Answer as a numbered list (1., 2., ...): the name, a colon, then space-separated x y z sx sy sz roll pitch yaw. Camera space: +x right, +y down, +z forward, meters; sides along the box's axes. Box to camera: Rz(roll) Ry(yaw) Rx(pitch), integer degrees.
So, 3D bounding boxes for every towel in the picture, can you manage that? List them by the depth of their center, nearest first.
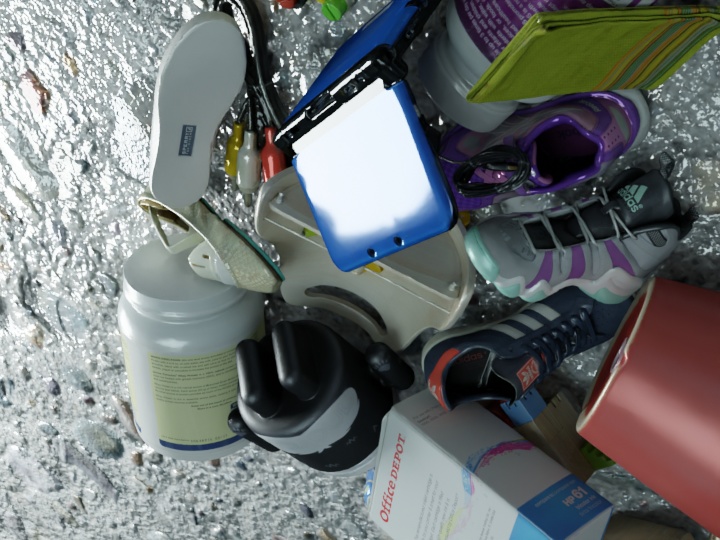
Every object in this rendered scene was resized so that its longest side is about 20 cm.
1. towel: 0.168 -0.148 0.712 0.086 0.200 0.018 -50 61 47

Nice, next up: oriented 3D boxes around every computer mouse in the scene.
1. computer mouse: 0.069 -0.090 0.841 0.034 0.059 0.200 31 176 -38

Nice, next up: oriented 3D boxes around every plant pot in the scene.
1. plant pot: 0.281 0.105 0.814 0.177 0.200 0.201 26 129 9

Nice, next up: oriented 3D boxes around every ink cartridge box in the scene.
1. ink cartridge box: 0.108 0.215 0.921 0.200 0.085 0.145 35 132 33

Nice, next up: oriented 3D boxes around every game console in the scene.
1. game console: 0.025 -0.113 0.784 0.118 0.171 0.200 40 156 -15

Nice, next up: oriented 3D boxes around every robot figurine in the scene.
1. robot figurine: -0.041 0.123 1.001 0.150 0.125 0.200 11 159 37

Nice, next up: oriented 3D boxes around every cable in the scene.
1. cable: -0.094 -0.147 0.917 0.097 0.050 0.200 22 134 37

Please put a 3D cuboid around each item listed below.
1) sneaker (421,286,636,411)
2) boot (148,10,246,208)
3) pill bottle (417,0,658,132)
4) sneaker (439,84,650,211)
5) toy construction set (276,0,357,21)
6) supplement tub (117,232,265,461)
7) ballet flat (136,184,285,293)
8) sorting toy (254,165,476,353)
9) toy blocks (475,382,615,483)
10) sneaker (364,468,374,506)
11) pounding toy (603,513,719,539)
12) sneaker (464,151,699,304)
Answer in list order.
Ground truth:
1. sneaker: 0.151 0.072 0.897 0.200 0.085 0.075 -24 114 11
2. boot: -0.154 -0.158 0.913 0.073 0.090 0.200 7 132 -22
3. pill bottle: 0.133 -0.193 0.744 0.112 0.112 0.200 43 128 -5
4. sneaker: 0.130 -0.091 0.830 0.200 0.089 0.081 -18 113 35
5. toy construction set: -0.055 -0.275 0.795 0.200 0.092 0.131 43 154 4
6. supplement tub: -0.168 0.077 1.047 0.145 0.145 0.200 13 126 18
7. ballet flat: -0.146 -0.026 0.972 0.200 0.062 0.067 42 166 38
8. sorting toy: 0.000 0.000 0.953 0.200 0.107 0.180 27 137 5
9. toy blocks: 0.134 0.153 0.988 0.137 0.100 0.200 54 142 -2
10. sneaker: 0.090 0.263 1.089 0.200 0.077 0.076 29 127 4
11. pounding toy: 0.288 0.328 0.979 0.184 0.200 0.142 56 155 -16
12. sneaker: 0.183 -0.042 0.793 0.140 0.200 0.078 -48 55 37
